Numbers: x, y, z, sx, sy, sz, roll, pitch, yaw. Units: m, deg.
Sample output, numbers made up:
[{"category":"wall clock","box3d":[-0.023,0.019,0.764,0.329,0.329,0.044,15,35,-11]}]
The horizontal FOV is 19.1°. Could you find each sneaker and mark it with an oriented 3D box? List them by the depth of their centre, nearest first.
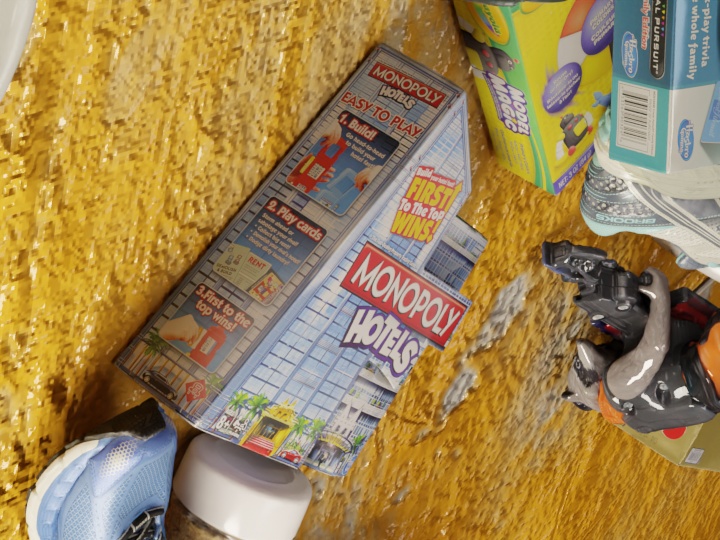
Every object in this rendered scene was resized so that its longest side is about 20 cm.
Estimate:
[{"category":"sneaker","box3d":[-0.107,0.146,1.008,0.078,0.089,0.201,-29,144,-41]},{"category":"sneaker","box3d":[0.212,-0.040,1.179,0.199,0.078,0.087,13,131,-14]}]

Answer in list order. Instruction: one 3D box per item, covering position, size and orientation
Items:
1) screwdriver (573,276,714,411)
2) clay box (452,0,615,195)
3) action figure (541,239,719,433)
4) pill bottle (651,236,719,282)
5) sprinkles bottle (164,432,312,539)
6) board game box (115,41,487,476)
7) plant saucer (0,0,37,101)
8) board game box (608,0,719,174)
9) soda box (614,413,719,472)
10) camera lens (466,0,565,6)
[{"category":"screwdriver","box3d":[0.211,0.031,1.425,0.199,0.029,0.028,-35,143,-25]},{"category":"clay box","box3d":[0.105,-0.143,1.104,0.115,0.047,0.200,-47,149,-17]},{"category":"action figure","box3d":[0.191,0.052,1.293,0.199,0.193,0.105,24,66,-36]},{"category":"pill bottle","box3d":[0.272,-0.084,1.333,0.112,0.112,0.201,13,107,-58]},{"category":"sprinkles bottle","box3d":[-0.092,0.184,1.097,0.068,0.068,0.201,3,115,-56]},{"category":"board game box","box3d":[0.000,0.000,1.070,0.201,0.062,0.200,-58,149,1]},{"category":"plant saucer","box3d":[-0.197,-0.091,0.718,0.200,0.050,0.201,-36,144,-33]},{"category":"board game box","box3d":[0.218,-0.141,1.103,0.199,0.047,0.152,-12,111,-34]},{"category":"soda box","box3d":[0.252,0.101,1.515,0.200,0.068,0.064,16,104,-58]},{"category":"camera lens","box3d":[0.053,-0.218,0.852,0.159,0.160,0.201,-8,124,-52]}]
